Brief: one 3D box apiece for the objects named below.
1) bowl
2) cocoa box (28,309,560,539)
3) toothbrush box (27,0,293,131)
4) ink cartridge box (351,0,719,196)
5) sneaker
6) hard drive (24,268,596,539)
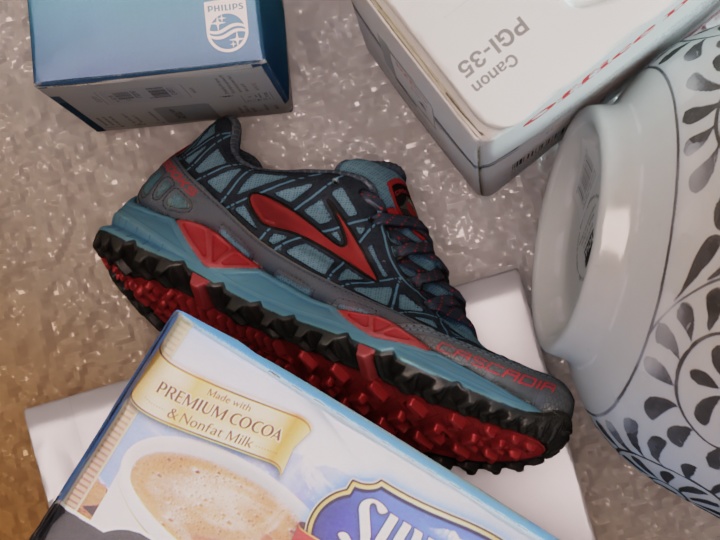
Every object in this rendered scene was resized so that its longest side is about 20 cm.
[{"bbox_3d":[0.116,-0.007,0.864,0.094,0.201,0.201,10,88,-10],"label":"bowl"},{"bbox_3d":[-0.011,0.120,0.844,0.200,0.133,0.131,32,86,1],"label":"cocoa box"},{"bbox_3d":[-0.078,-0.160,0.916,0.085,0.146,0.200,-5,88,2],"label":"toothbrush box"},{"bbox_3d":[0.076,-0.108,0.879,0.146,0.200,0.083,-38,86,0],"label":"ink cartridge box"},{"bbox_3d":[0.000,0.000,0.918,0.200,0.079,0.096,27,69,21],"label":"sneaker"},{"bbox_3d":[-0.017,0.090,0.961,0.200,0.025,0.132,-16,86,2],"label":"hard drive"}]
